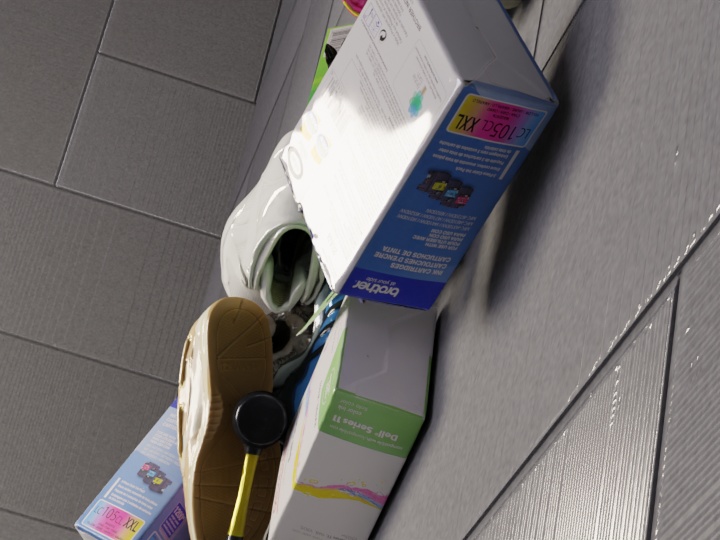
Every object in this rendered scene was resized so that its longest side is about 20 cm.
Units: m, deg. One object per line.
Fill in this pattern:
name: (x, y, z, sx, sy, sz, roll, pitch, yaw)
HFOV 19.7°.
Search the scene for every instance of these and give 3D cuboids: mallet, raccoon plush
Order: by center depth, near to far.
mallet: (-0.089, 0.184, 1.509, 0.066, 0.041, 0.202, -113, 35, -86)
raccoon plush: (-0.047, 0.048, 1.781, 0.096, 0.199, 0.135, -3, 80, 36)

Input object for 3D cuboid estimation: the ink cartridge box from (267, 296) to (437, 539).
ink cartridge box: (-0.012, 0.122, 1.440, 0.118, 0.067, 0.201, -81, 11, -51)

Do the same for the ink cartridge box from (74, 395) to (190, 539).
ink cartridge box: (-0.152, 0.204, 1.884, 0.200, 0.076, 0.137, -53, -37, -25)

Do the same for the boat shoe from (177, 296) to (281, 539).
boat shoe: (-0.104, 0.124, 1.565, 0.069, 0.073, 0.202, -18, 66, 62)

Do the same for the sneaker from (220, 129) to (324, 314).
sneaker: (-0.071, -0.004, 1.591, 0.201, 0.073, 0.116, 114, 168, -48)

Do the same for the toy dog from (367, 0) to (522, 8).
toy dog: (0.035, -0.227, 1.492, 0.200, 0.192, 0.141, 49, -146, -59)

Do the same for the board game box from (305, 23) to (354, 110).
board game box: (-0.003, -0.154, 1.897, 0.201, 0.095, 0.030, -75, -33, -41)

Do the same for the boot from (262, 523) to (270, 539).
boot: (-0.067, 0.256, 1.542, 0.200, 0.072, 0.183, -95, 30, -60)

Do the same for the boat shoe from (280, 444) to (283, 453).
boat shoe: (-0.054, 0.139, 1.722, 0.201, 0.062, 0.073, -79, 7, -46)

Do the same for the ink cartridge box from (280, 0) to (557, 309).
ink cartridge box: (0.024, -0.073, 1.281, 0.201, 0.076, 0.137, -57, 37, 30)

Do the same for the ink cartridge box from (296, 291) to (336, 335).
ink cartridge box: (0.015, -0.055, 1.454, 0.200, 0.048, 0.146, -49, 0, -18)

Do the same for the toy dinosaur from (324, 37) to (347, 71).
toy dinosaur: (0.039, -0.143, 1.665, 0.136, 0.101, 0.202, -33, -48, -63)

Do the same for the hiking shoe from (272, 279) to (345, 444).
hiking shoe: (0.000, 0.051, 1.582, 0.086, 0.074, 0.201, 21, 86, 52)

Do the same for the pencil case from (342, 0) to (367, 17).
pencil case: (0.030, -0.245, 1.757, 0.200, 0.088, 0.089, -1, -72, -85)
